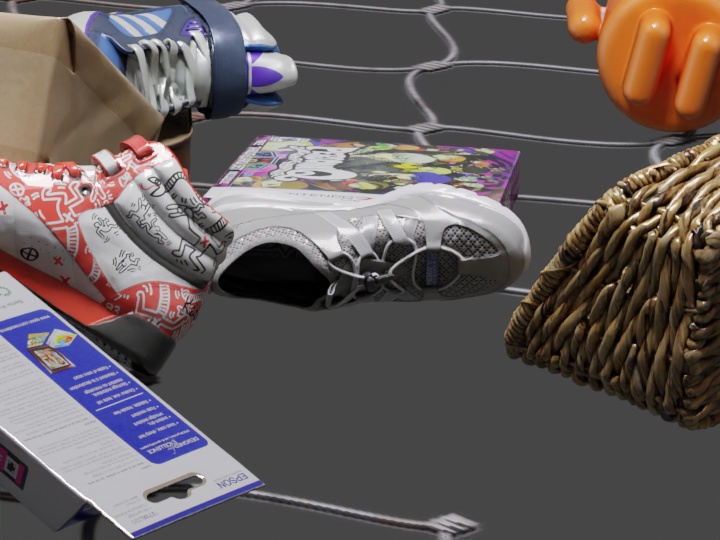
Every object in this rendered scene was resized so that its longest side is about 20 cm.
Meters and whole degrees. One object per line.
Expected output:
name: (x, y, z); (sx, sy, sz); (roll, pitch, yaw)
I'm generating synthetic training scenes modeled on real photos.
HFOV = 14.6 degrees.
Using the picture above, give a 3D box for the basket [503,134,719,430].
basket: (0.194, -0.014, 1.562); (0.200, 0.143, 0.149); (-15, 26, -41)

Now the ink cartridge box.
ink cartridge box: (-0.150, 0.073, 1.389); (0.200, 0.037, 0.095); (35, 34, 29)

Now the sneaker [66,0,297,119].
sneaker: (-0.118, -0.136, 1.872); (0.146, 0.081, 0.200); (0, 13, 6)

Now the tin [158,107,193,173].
tin: (-0.170, -0.095, 1.927); (0.112, 0.042, 0.200); (-3, 19, -3)

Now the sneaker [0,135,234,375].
sneaker: (-0.167, -0.039, 1.530); (0.201, 0.108, 0.067); (34, -12, -7)

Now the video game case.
video game case: (0.005, -0.047, 1.781); (0.181, 0.036, 0.200); (4, 14, 8)

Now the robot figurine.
robot figurine: (0.235, -0.170, 2.074); (0.144, 0.117, 0.200); (-22, 15, 15)

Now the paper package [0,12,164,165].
paper package: (-0.243, -0.084, 1.670); (0.199, 0.104, 0.191); (6, -13, 17)

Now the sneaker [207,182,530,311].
sneaker: (0.000, 0.000, 1.644); (0.199, 0.075, 0.082); (-1, 33, 9)
